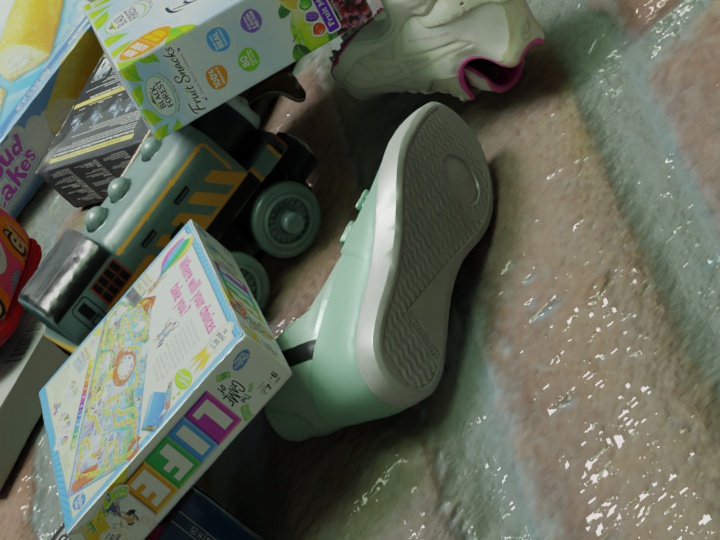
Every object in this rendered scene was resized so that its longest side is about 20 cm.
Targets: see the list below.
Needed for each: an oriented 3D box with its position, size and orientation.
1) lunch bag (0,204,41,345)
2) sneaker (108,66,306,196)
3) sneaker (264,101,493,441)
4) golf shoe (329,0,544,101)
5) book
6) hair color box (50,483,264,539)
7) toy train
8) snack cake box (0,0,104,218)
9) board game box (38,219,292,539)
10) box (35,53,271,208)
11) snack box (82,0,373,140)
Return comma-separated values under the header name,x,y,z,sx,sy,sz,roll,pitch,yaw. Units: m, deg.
name,x,y,z,sx,sy,sz,roll,pitch,yaw
lunch bag,-0.313,0.031,1.529,0.199,0.082,0.177,-32,24,19
sneaker,-0.107,-0.052,1.425,0.201,0.075,0.070,-62,-7,9
sneaker,0.000,0.000,1.208,0.118,0.074,0.201,-26,34,41
golf shoe,0.042,-0.126,1.305,0.075,0.092,0.200,-41,0,-21
book,-0.279,0.093,1.519,0.199,0.048,0.134,-12,41,47
hair color box,-0.146,0.194,1.187,0.201,0.060,0.100,-53,28,-6
toy train,-0.110,-0.013,1.334,0.201,0.114,0.085,-53,29,-7
snack cake box,-0.275,-0.124,1.713,0.115,0.067,0.201,30,79,34
board game box,-0.108,0.060,1.192,0.135,0.034,0.200,-48,20,6
box,-0.126,-0.133,1.575,0.199,0.049,0.162,-12,43,48
snack box,-0.084,-0.152,1.330,0.142,0.053,0.200,-32,20,-3
